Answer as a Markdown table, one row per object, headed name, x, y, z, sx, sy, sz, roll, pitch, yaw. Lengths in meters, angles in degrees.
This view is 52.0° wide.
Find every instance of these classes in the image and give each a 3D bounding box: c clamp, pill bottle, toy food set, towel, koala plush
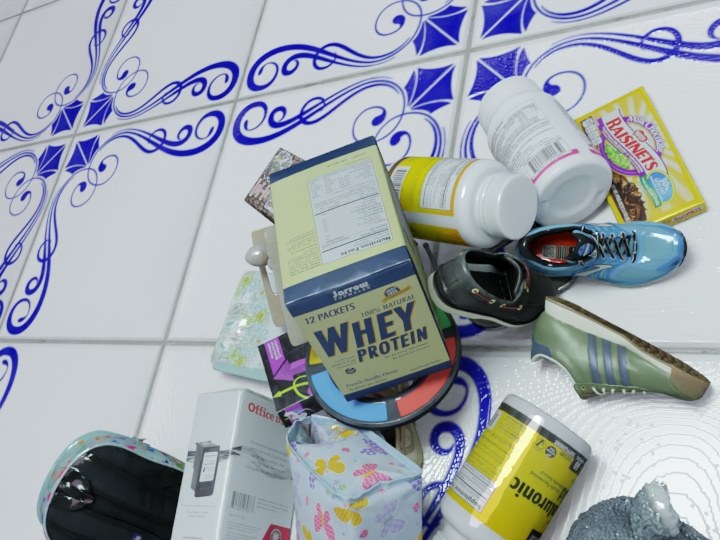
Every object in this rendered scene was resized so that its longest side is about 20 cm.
| name | x | y | z | sx | sy | sz | roll | pitch | yaw |
| --- | --- | --- | --- | --- | --- | --- | --- | --- | --- |
| c clamp | 0.189 | -0.015 | 0.986 | 0.199 | 0.027 | 0.172 | -27 | 55 | 17 |
| pill bottle | 0.157 | 0.248 | 0.813 | 0.111 | 0.111 | 0.201 | 30 | 84 | 39 |
| toy food set | -0.110 | 0.015 | 0.965 | 0.060 | 0.200 | 0.145 | -14 | 96 | -10 |
| pill bottle | 0.236 | -0.162 | 0.977 | 0.113 | 0.113 | 0.201 | -33 | 48 | 14 |
| towel | -0.130 | 0.088 | 1.126 | 0.198 | 0.048 | 0.173 | 8 | 71 | 35 |
| koala plush | 0.249 | 0.282 | 0.677 | 0.178 | 0.200 | 0.184 | -49 | 50 | 1 |
| pill bottle | 0.122 | -0.088 | 0.940 | 0.199 | 0.109 | 0.110 | 13 | 72 | 48 |

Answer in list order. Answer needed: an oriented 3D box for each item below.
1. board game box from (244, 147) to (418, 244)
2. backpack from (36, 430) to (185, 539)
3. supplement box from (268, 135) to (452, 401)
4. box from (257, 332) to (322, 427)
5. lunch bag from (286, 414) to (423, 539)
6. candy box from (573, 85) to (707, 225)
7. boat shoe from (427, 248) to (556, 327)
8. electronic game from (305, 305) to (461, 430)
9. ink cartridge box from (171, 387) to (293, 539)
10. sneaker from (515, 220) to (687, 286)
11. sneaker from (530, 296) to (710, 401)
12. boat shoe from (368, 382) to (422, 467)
| name | x | y | z | sx | sy | sz | roll | pitch | yaw |
| --- | --- | --- | --- | --- | --- | --- | --- | --- | --- |
| board game box | -0.043 | -0.071 | 1.082 | 0.199 | 0.159 | 0.097 | 32 | 85 | 40 |
| backpack | -0.346 | 0.324 | 1.043 | 0.150 | 0.199 | 0.179 | 11 | 71 | 57 |
| supplement box | 0.000 | 0.000 | 0.845 | 0.133 | 0.201 | 0.201 | -19 | 47 | 7 |
| box | -0.033 | 0.111 | 0.997 | 0.198 | 0.036 | 0.143 | -25 | 36 | -4 |
| lunch bag | -0.015 | 0.275 | 0.857 | 0.199 | 0.126 | 0.172 | 18 | 115 | 57 |
| candy box | 0.353 | -0.139 | 0.949 | 0.101 | 0.026 | 0.202 | -24 | 55 | 18 |
| boat shoe | 0.168 | 0.019 | 0.858 | 0.063 | 0.200 | 0.074 | -38 | 57 | 40 |
| electronic game | 0.027 | 0.103 | 0.915 | 0.197 | 0.042 | 0.202 | -9 | 52 | 11 |
| ink cartridge box | -0.157 | 0.273 | 0.979 | 0.083 | 0.145 | 0.202 | -10 | 61 | 31 |
| sneaker | 0.279 | -0.020 | 0.873 | 0.198 | 0.090 | 0.079 | -2 | 87 | 23 |
| sneaker | 0.283 | 0.112 | 0.843 | 0.199 | 0.067 | 0.091 | 31 | 105 | 30 |
| boat shoe | 0.027 | 0.172 | 0.967 | 0.071 | 0.064 | 0.201 | -32 | 52 | 14 |
